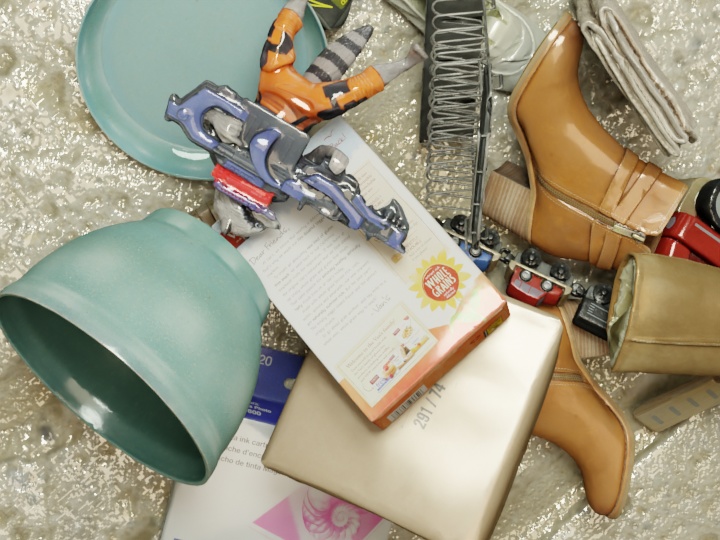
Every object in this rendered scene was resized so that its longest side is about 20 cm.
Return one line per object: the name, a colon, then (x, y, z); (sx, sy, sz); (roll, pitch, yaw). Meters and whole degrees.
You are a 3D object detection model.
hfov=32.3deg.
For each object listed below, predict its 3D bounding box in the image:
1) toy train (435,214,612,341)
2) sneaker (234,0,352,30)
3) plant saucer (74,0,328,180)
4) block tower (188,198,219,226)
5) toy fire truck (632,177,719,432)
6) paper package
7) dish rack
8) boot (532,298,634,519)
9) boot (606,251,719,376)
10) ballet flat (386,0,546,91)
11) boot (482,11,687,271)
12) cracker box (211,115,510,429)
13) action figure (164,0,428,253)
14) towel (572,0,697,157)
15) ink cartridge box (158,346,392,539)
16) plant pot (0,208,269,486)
toy train: (0.147, 0.010, 1.059); (0.198, 0.034, 0.046); (26, 71, 5)
sneaker: (-0.095, -0.228, 0.982); (0.197, 0.074, 0.086); (-1, 101, -10)
plant saucer: (-0.123, -0.163, 0.978); (0.197, 0.028, 0.202); (-2, 125, -3)
block tower: (-0.121, -0.025, 1.024); (0.199, 0.058, 0.054); (-32, 104, -5)
toy fire truck: (0.300, 0.041, 1.088); (0.175, 0.129, 0.201); (32, 83, -13)
paper package: (0.046, 0.105, 0.999); (0.189, 0.104, 0.202); (22, 82, 12)
dish rack: (0.073, -0.120, 0.933); (0.054, 0.201, 0.155); (1, 130, 2)
boot: (0.154, 0.126, 1.085); (0.153, 0.077, 0.203); (-7, 98, -10)
boot: (0.296, 0.080, 1.020); (0.197, 0.066, 0.177); (6, 98, -12)
ballet flat: (0.085, -0.208, 1.022); (0.199, 0.069, 0.070); (33, 93, -14)
boot: (0.193, -0.097, 1.009); (0.153, 0.074, 0.202); (25, 128, 17)
cracker box: (0.000, 0.000, 0.947); (0.134, 0.058, 0.200); (-40, 74, -1)
action figure: (-0.033, -0.097, 0.917); (0.199, 0.105, 0.194); (38, 92, -5)
towel: (0.215, -0.168, 0.986); (0.034, 0.200, 0.133); (-32, 105, 17)
ink cartridge box: (-0.060, 0.177, 1.077); (0.194, 0.043, 0.202); (14, 99, -12)
plant pot: (-0.150, 0.041, 0.917); (0.200, 0.200, 0.135); (46, 64, -14)
